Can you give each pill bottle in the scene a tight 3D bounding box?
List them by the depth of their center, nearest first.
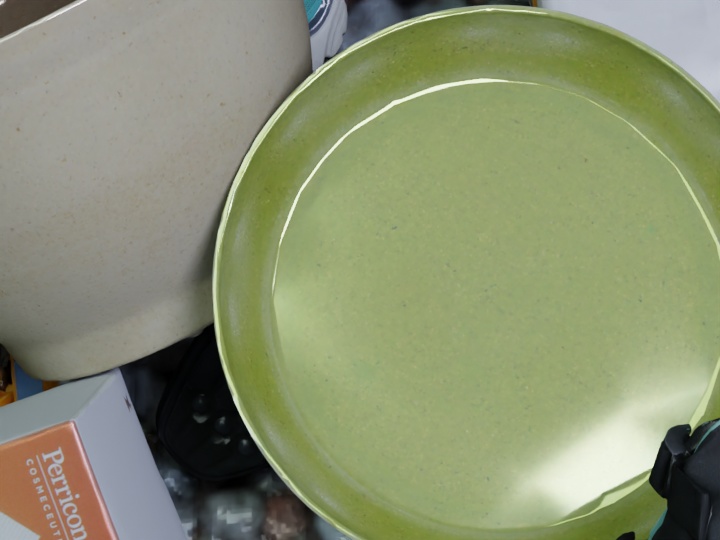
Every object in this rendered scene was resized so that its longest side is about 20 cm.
[{"bbox_3d":[0.107,-0.147,1.125,0.116,0.117,0.200,-19,33,3],"label":"pill bottle"}]

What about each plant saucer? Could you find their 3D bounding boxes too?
[{"bbox_3d":[0.048,0.009,1.026,0.199,0.031,0.201,1,79,-3],"label":"plant saucer"}]

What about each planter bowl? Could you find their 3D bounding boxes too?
[{"bbox_3d":[-0.099,-0.045,1.083,0.200,0.135,0.200,-23,17,7],"label":"planter bowl"}]

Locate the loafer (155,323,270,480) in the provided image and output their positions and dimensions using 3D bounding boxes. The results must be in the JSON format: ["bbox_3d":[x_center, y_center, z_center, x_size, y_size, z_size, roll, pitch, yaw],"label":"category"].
[{"bbox_3d":[0.000,0.000,1.140,0.068,0.070,0.201,43,91,-12],"label":"loafer"}]

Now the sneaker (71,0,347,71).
[{"bbox_3d":[-0.106,-0.104,1.205,0.199,0.080,0.078,-18,41,2],"label":"sneaker"}]

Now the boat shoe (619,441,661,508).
[{"bbox_3d":[0.040,0.136,1.043,0.075,0.075,0.202,34,75,28],"label":"boat shoe"}]

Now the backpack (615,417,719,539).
[{"bbox_3d":[0.190,0.128,0.944,0.199,0.176,0.154,-3,56,-16],"label":"backpack"}]

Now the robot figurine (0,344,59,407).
[{"bbox_3d":[-0.174,0.041,1.160,0.144,0.058,0.201,-10,60,6],"label":"robot figurine"}]

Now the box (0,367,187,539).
[{"bbox_3d":[-0.161,0.130,1.041,0.199,0.097,0.125,-20,96,8],"label":"box"}]
